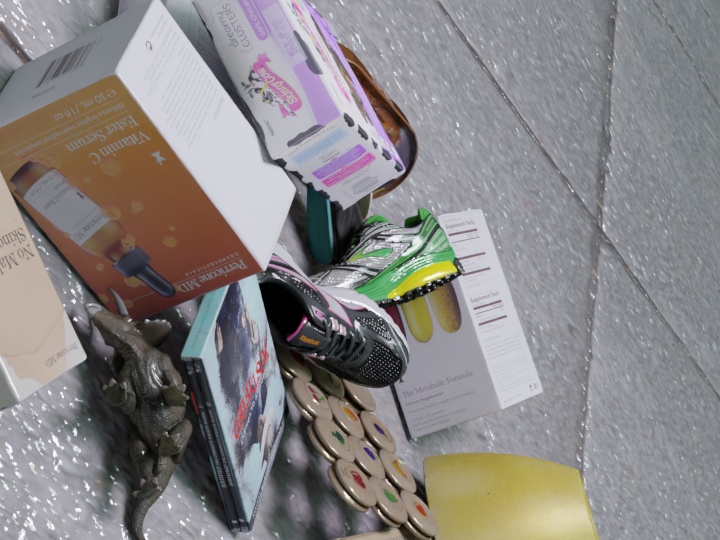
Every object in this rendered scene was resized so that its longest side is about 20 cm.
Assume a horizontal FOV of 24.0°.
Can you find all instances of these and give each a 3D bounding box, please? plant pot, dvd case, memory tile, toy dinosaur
[{"bbox_3d":[0.154,0.257,1.608,0.200,0.141,0.202,-17,90,-83],"label":"plant pot"},{"bbox_3d":[-0.100,0.094,1.388,0.147,0.022,0.201,-73,160,-48],"label":"dvd case"},{"bbox_3d":[-0.005,0.150,1.514,0.153,0.017,0.201,33,20,-47],"label":"memory tile"},{"bbox_3d":[-0.156,0.114,1.296,0.102,0.076,0.202,-82,158,-79],"label":"toy dinosaur"}]

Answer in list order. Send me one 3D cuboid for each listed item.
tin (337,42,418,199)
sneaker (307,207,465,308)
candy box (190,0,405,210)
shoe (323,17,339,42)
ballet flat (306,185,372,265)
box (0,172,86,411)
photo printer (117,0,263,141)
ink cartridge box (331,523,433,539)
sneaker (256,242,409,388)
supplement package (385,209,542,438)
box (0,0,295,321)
[{"bbox_3d":[-0.023,-0.144,1.647,0.200,0.112,0.042,46,11,-43],"label":"tin"},{"bbox_3d":[0.000,0.000,1.596,0.199,0.078,0.086,-20,81,-34],"label":"sneaker"},{"bbox_3d":[-0.051,-0.157,1.433,0.169,0.071,0.200,63,10,16],"label":"candy box"},{"bbox_3d":[-0.074,-0.207,1.642,0.200,0.071,0.092,11,60,-61],"label":"shoe"},{"bbox_3d":[-0.024,-0.102,1.612,0.068,0.068,0.202,-24,125,-31],"label":"ballet flat"},{"bbox_3d":[-0.279,-0.003,1.161,0.201,0.077,0.095,65,29,-8],"label":"box"},{"bbox_3d":[-0.148,-0.139,1.473,0.166,0.069,0.202,40,40,-44],"label":"photo printer"},{"bbox_3d":[0.019,0.329,1.469,0.164,0.075,0.202,5,68,-60],"label":"ink cartridge box"},{"bbox_3d":[-0.044,0.050,1.483,0.199,0.081,0.086,30,18,-17],"label":"sneaker"},{"bbox_3d":[0.087,0.052,1.717,0.109,0.113,0.202,-12,82,-61],"label":"supplement package"},{"bbox_3d":[-0.172,-0.080,1.314,0.201,0.151,0.107,53,32,-26],"label":"box"}]
